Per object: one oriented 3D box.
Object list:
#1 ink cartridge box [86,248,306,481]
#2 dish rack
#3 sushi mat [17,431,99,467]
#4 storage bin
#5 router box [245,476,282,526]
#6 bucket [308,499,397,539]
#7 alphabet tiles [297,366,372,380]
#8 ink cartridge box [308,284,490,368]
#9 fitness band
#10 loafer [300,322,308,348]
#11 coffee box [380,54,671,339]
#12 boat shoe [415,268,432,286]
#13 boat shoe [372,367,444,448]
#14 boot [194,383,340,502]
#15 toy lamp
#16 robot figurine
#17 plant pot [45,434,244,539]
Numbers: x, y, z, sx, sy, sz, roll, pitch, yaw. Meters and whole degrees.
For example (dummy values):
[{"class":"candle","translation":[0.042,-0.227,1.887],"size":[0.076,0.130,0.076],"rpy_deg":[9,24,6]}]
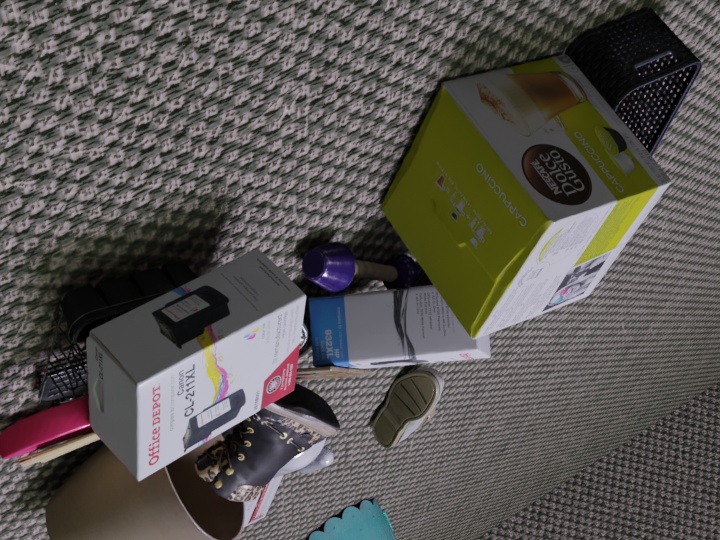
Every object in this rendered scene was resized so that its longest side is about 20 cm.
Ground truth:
[{"class":"ink cartridge box","translation":[-0.158,0.091,1.124],"size":[0.199,0.083,0.147],"rpy_deg":[-29,145,-33]},{"class":"dish rack","translation":[-0.247,0.076,1.174],"size":[0.152,0.055,0.201],"rpy_deg":[-15,149,-37]},{"class":"sushi mat","translation":[-0.270,0.174,1.262],"size":[0.197,0.012,0.096],"rpy_deg":[-21,176,-1]},{"class":"storage bin","translation":[0.298,-0.194,1.371],"size":[0.134,0.094,0.201],"rpy_deg":[-24,155,-25]},{"class":"router box","translation":[-0.207,0.338,1.714],"size":[0.178,0.049,0.201],"rpy_deg":[-20,152,-32]},{"class":"bucket","translation":[-0.013,0.569,2.291],"size":[0.205,0.135,0.208],"rpy_deg":[-29,156,-15]},{"class":"alphabet tiles","translation":[-0.082,0.130,1.431],"size":[0.165,0.008,0.200],"rpy_deg":[-6,171,17]},{"class":"ink cartridge box","translation":[0.051,0.070,1.390],"size":[0.197,0.085,0.145],"rpy_deg":[-6,171,11]},{"class":"fitness band","translation":[-0.284,0.150,1.209],"size":[0.198,0.038,0.143],"rpy_deg":[-17,177,-42]},{"class":"loafer","translation":[-0.155,0.098,1.331],"size":[0.198,0.063,0.072],"rpy_deg":[-26,127,-1]},{"class":"coffee box","translation":[0.175,-0.083,1.273],"size":[0.196,0.201,0.201],"rpy_deg":[-17,151,-35]},{"class":"boat shoe","translation":[0.126,-0.014,1.508],"size":[0.200,0.069,0.057],"rpy_deg":[-45,152,4]},{"class":"boat shoe","translation":[0.086,0.211,1.860],"size":[0.068,0.075,0.200],"rpy_deg":[-24,161,-39]},{"class":"boot","translation":[-0.134,0.184,1.320],"size":[0.151,0.074,0.199],"rpy_deg":[-45,138,15]},{"class":"toy lamp","translation":[0.000,0.000,1.366],"size":[0.058,0.058,0.199],"rpy_deg":[-46,154,22]},{"class":"robot figurine","translation":[-0.114,0.205,1.476],"size":[0.199,0.169,0.114],"rpy_deg":[-29,-147,55]},{"class":"plant pot","translation":[-0.270,0.274,1.384],"size":[0.198,0.189,0.187],"rpy_deg":[-26,158,13]}]
